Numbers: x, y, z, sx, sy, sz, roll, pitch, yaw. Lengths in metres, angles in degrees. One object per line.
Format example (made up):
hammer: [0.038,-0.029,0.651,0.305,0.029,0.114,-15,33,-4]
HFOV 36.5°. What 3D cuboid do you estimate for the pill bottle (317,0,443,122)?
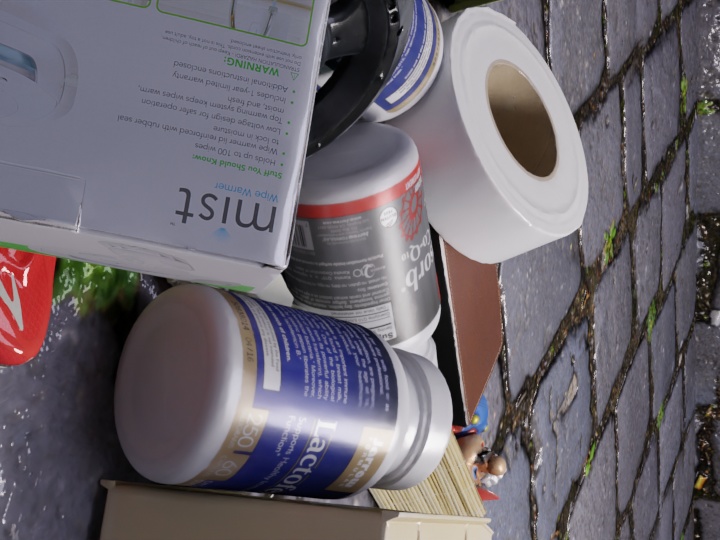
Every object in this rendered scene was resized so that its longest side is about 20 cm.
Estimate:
pill bottle: [-0.026,-0.181,0.750,0.200,0.110,0.112,22,75,-64]

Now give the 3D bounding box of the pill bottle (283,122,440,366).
pill bottle: [0.000,0.000,0.830,0.116,0.115,0.201,-53,140,-49]

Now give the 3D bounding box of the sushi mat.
sushi mat: [0.050,0.185,1.001,0.201,0.095,0.012,65,14,-46]

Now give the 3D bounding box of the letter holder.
letter holder: [0.059,0.014,0.981,0.142,0.100,0.201,-54,141,-51]

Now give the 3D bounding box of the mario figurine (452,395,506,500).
mario figurine: [0.121,0.158,1.120,0.123,0.106,0.201,16,69,-30]

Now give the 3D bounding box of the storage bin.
storage bin: [-0.036,0.191,0.686,0.198,0.199,0.094,30,63,-62]

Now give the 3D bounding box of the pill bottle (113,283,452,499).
pill bottle: [-0.042,0.082,0.684,0.199,0.115,0.117,16,79,-41]

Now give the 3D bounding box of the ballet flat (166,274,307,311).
ballet flat: [-0.071,0.031,0.744,0.200,0.071,0.072,57,44,-53]

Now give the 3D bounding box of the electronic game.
electronic game: [-0.057,-0.131,0.647,0.042,0.199,0.200,56,3,35]

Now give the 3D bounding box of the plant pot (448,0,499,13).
plant pot: [0.161,-0.366,1.060,0.200,0.199,0.185,-37,115,-58]

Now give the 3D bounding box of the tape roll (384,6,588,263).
tape roll: [0.106,-0.111,0.898,0.202,0.071,0.204,28,51,-41]

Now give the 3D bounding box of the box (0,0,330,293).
box: [-0.118,-0.096,0.449,0.097,0.198,0.178,154,-55,-75]

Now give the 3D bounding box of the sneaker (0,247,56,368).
sneaker: [-0.157,-0.052,0.521,0.077,0.084,0.202,4,91,-64]
